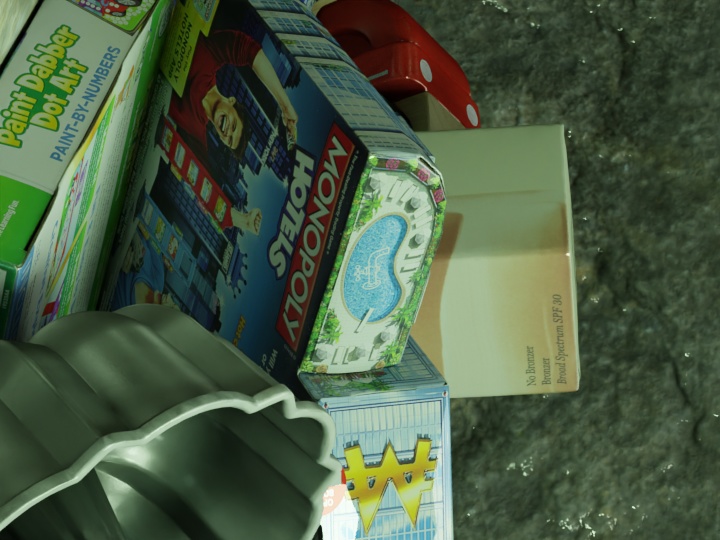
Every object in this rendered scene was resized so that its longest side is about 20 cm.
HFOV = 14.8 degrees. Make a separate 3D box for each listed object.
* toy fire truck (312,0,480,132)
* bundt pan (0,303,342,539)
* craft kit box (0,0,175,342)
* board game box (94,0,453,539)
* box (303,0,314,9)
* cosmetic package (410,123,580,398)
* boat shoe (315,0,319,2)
[{"bbox_3d":[-0.025,-0.090,1.423,0.129,0.176,0.200,39,40,-48],"label":"toy fire truck"},{"bbox_3d":[-0.108,0.088,0.940,0.202,0.076,0.202,-33,154,-18],"label":"bundt pan"},{"bbox_3d":[-0.129,0.002,1.048,0.198,0.048,0.200,-65,175,-49],"label":"craft kit box"},{"bbox_3d":[-0.021,0.010,1.050,0.200,0.062,0.200,52,-44,41],"label":"board game box"},{"bbox_3d":[-0.059,-0.138,1.258,0.200,0.070,0.064,95,13,-84],"label":"box"},{"bbox_3d":[0.000,0.000,1.288,0.103,0.200,0.087,80,9,-47],"label":"cosmetic package"},{"bbox_3d":[-0.039,-0.197,1.573,0.071,0.072,0.200,86,10,-65],"label":"boat shoe"}]
